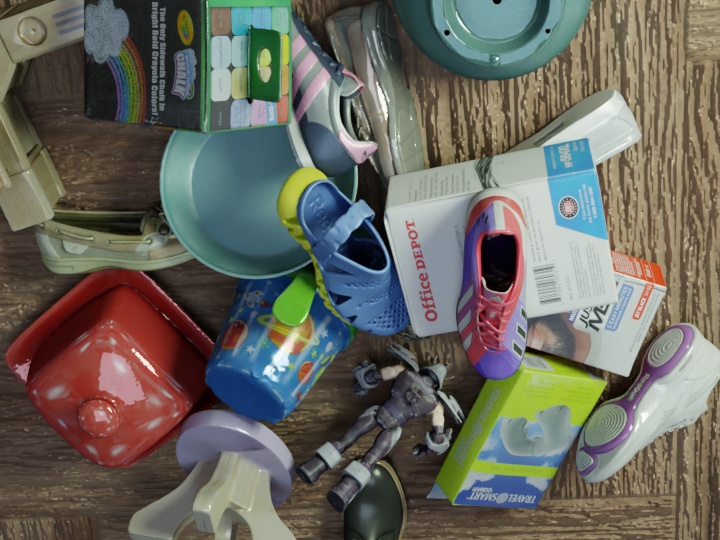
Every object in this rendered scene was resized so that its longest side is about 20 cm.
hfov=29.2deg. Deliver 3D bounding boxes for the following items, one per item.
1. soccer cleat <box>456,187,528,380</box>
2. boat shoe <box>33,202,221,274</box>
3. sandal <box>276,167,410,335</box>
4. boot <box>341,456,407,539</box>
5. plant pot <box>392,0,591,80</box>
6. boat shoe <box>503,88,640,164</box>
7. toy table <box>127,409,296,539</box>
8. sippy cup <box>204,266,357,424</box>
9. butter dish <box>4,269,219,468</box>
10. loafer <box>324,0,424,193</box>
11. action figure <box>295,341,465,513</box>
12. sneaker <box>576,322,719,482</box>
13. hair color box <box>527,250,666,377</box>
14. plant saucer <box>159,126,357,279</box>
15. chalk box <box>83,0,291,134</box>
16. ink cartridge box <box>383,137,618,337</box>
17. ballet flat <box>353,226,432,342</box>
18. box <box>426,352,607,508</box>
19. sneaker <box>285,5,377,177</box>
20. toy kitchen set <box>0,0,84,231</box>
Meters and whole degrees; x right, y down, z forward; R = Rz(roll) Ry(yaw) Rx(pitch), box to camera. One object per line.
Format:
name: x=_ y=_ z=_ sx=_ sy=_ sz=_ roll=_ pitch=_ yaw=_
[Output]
soccer cleat: x=0.122 y=0.026 z=1.265 sx=0.068 sy=0.073 sz=0.200 roll=1 pitch=120 yaw=4
boat shoe: x=-0.238 y=-0.041 z=1.422 sx=0.201 sy=0.073 sz=0.063 roll=-4 pitch=118 yaw=13
sandal: x=-0.003 y=-0.007 z=1.309 sx=0.079 sy=0.087 sz=0.200 roll=-50 pitch=129 yaw=-17
boot: x=0.011 y=0.321 z=1.526 sx=0.077 sy=0.138 sz=0.200 roll=0 pitch=112 yaw=4
plant pot: x=0.124 y=-0.261 z=1.271 sx=0.200 sy=0.134 sz=0.200 roll=1 pitch=113 yaw=2
boat shoe: x=0.187 y=-0.100 z=1.377 sx=0.200 sy=0.072 sz=0.069 roll=-36 pitch=106 yaw=7
toy table: x=-0.142 y=0.245 z=1.465 sx=0.184 sy=0.117 sz=0.200 roll=1 pitch=144 yaw=18
sippy cup: x=-0.089 y=0.078 z=1.404 sx=0.140 sy=0.130 sz=0.178 roll=9 pitch=142 yaw=30
butter dish: x=-0.262 y=0.125 z=1.453 sx=0.200 sy=0.148 sz=0.199 roll=-38 pitch=107 yaw=17
loafer: x=0.015 y=-0.164 z=1.362 sx=0.063 sy=0.072 sz=0.200 roll=-5 pitch=108 yaw=25
action figure: x=0.024 y=0.163 z=1.471 sx=0.200 sy=0.069 sz=0.130 roll=-42 pitch=73 yaw=-16
sneaker: x=0.312 y=0.155 z=1.460 sx=0.100 sy=0.075 sz=0.200 roll=34 pitch=100 yaw=-29
hair color box: x=0.200 y=0.024 z=1.428 sx=0.200 sy=0.064 sz=0.111 roll=17 pitch=114 yaw=-2
plant saucer: x=-0.099 y=-0.089 z=1.376 sx=0.200 sy=0.036 sz=0.200 roll=-1 pitch=84 yaw=8
chalk box: x=-0.141 y=-0.193 z=1.266 sx=0.200 sy=0.124 sz=0.125 roll=11 pitch=105 yaw=34
ink cartridge box: x=0.135 y=-0.031 z=1.323 sx=0.200 sy=0.084 sz=0.146 roll=-9 pitch=118 yaw=10
ballet flat: x=0.000 y=0.000 z=1.426 sx=0.200 sy=0.068 sz=0.075 roll=48 pitch=141 yaw=-5
box: x=0.166 y=0.182 z=1.482 sx=0.122 sy=0.048 sz=0.200 roll=10 pitch=117 yaw=-33
sneaker: x=-0.041 y=-0.189 z=1.325 sx=0.082 sy=0.070 sz=0.200 roll=-16 pitch=90 yaw=13
toy kitchen set: x=-0.304 y=-0.148 z=1.328 sx=0.180 sy=0.163 sz=0.200 roll=-17 pitch=112 yaw=10
